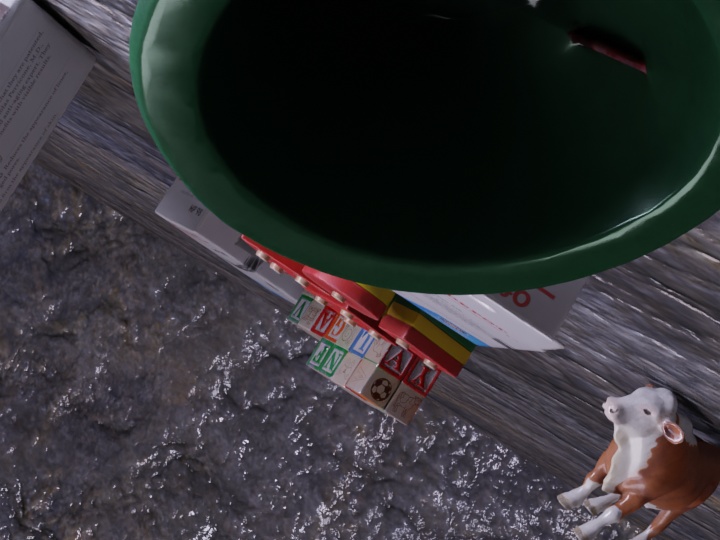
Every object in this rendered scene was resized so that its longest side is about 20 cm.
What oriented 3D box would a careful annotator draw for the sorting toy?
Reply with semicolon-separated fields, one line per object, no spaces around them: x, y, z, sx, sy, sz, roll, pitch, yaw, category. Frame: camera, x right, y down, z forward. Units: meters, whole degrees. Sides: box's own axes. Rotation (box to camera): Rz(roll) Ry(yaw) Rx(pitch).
0.000;0.000;1.257;0.199;0.070;0.200;37;173;-38;sorting toy

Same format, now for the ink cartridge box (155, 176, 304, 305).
-0.120;-0.044;1.554;0.200;0.067;0.116;35;174;-29;ink cartridge box

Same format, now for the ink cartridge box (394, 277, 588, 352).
0.052;-0.017;0.826;0.116;0.068;0.200;33;175;-6;ink cartridge box

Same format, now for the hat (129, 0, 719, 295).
0.025;-0.106;0.467;0.199;0.177;0.165;-22;134;35;hat

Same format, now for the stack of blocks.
0.007;0.053;1.449;0.058;0.116;0.200;35;174;-27;stack of blocks

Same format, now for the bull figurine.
0.212;0.150;1.197;0.200;0.121;0.065;31;-159;-55;bull figurine

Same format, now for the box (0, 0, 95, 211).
-0.352;-0.148;1.252;0.198;0.201;0.131;30;175;24;box
